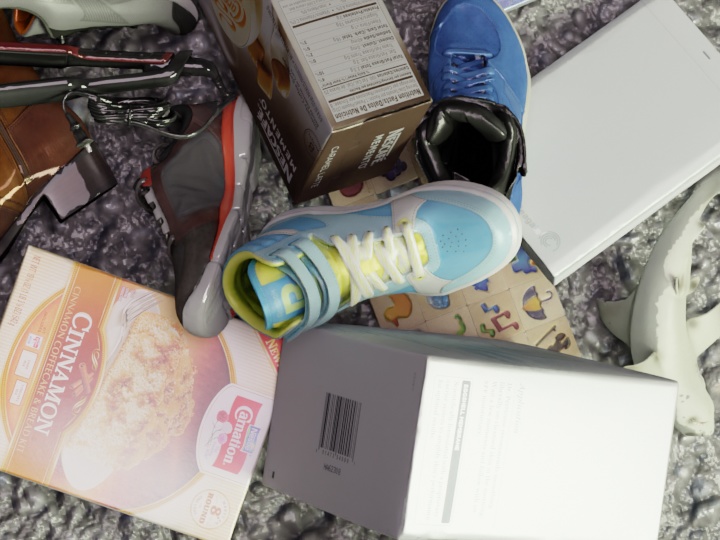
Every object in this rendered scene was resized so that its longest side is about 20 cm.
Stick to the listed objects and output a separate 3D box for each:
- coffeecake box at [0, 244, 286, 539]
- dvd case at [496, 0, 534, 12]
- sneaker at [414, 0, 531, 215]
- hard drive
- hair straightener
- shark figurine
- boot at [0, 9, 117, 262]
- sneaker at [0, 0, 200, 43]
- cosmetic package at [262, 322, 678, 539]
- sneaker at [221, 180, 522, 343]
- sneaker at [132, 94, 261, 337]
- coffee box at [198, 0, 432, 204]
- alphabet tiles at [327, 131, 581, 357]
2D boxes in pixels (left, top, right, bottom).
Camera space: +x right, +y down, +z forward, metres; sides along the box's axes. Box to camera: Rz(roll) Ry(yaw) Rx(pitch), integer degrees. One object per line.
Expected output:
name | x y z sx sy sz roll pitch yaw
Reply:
coffeecake box | -0.164 0.088 1.586 0.200 0.073 0.154 20 85 -8
dvd case | 0.143 -0.282 1.672 0.200 0.018 0.143 -23 91 -8
sneaker | 0.079 -0.116 1.579 0.077 0.111 0.200 0 74 7
hard drive | 0.179 -0.099 1.642 0.200 0.026 0.132 -36 73 -9
hair straightener | -0.183 -0.116 1.567 0.200 0.041 0.077 2 77 -15
shark figurine | 0.214 0.012 1.648 0.128 0.089 0.215 3 97 -42
boot | -0.296 -0.095 1.575 0.188 0.068 0.200 -35 93 -8
sneaker | -0.195 -0.191 1.560 0.200 0.074 0.079 14 100 -46
cosmetic package | 0.072 0.109 1.526 0.200 0.199 0.123 8 92 -29
sneaker | 0.000 0.000 1.495 0.200 0.131 0.080 -10 104 29
sneaker | -0.119 -0.037 1.577 0.082 0.077 0.200 2 50 6
coffee box | -0.040 -0.164 1.559 0.080 0.114 0.200 -19 73 -22
alphabet tiles | 0.081 -0.011 1.660 0.167 0.008 0.200 -21 92 -9
